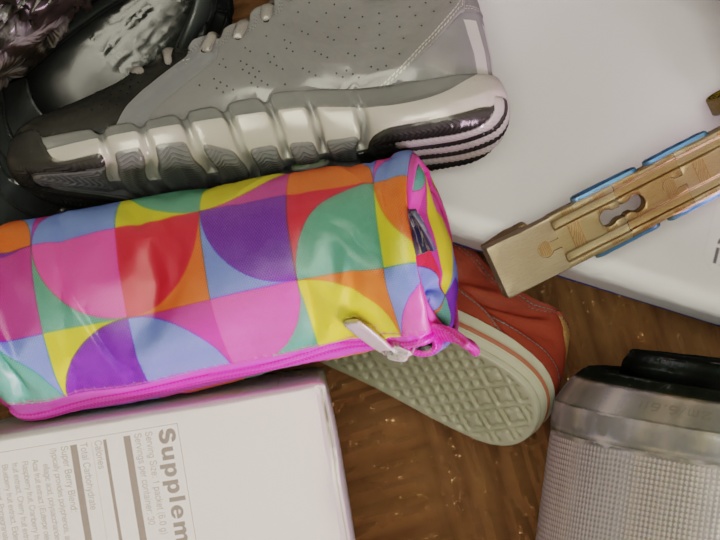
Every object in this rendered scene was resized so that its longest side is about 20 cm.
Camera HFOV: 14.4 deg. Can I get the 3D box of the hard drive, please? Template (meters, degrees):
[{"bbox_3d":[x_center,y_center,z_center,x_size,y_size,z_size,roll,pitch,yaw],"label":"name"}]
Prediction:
[{"bbox_3d":[0.120,-0.055,1.187,0.200,0.025,0.132,17,78,-7],"label":"hard drive"}]

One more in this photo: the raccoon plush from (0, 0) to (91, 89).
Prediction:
[{"bbox_3d":[-0.139,-0.169,1.104,0.200,0.097,0.134,-36,72,5],"label":"raccoon plush"}]

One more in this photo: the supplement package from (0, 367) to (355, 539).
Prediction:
[{"bbox_3d":[-0.102,0.115,1.162,0.200,0.121,0.120,-9,91,-1],"label":"supplement package"}]

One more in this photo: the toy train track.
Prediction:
[{"bbox_3d":[0.140,-0.045,1.160,0.200,0.033,0.115,-27,101,-8],"label":"toy train track"}]

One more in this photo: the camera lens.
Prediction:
[{"bbox_3d":[0.147,0.137,1.147,0.160,0.160,0.200,8,91,-1],"label":"camera lens"}]

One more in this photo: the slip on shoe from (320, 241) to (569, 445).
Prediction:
[{"bbox_3d":[0.000,0.000,1.196,0.200,0.061,0.074,30,136,8],"label":"slip on shoe"}]

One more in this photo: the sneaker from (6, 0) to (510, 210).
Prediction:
[{"bbox_3d":[-0.045,-0.090,1.142,0.200,0.075,0.116,-7,74,-1],"label":"sneaker"}]

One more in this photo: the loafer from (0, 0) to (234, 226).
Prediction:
[{"bbox_3d":[-0.133,-0.058,1.183,0.068,0.070,0.201,45,90,-1],"label":"loafer"}]

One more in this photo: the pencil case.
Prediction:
[{"bbox_3d":[-0.057,0.008,1.114,0.200,0.088,0.088,-10,91,11],"label":"pencil case"}]
